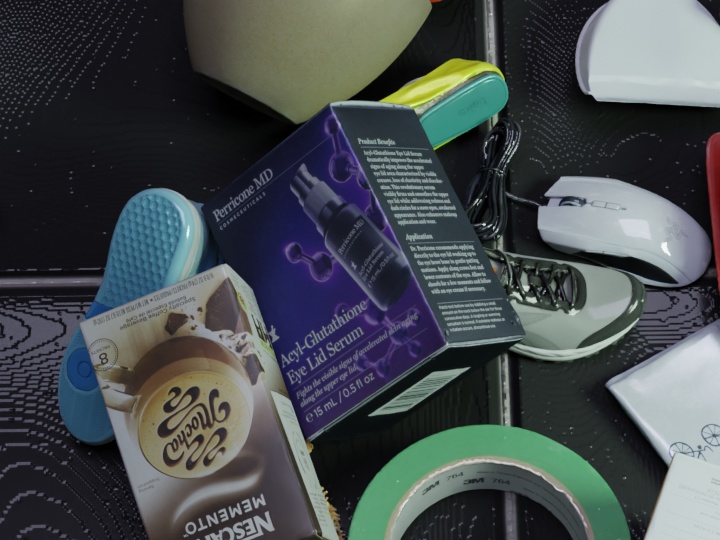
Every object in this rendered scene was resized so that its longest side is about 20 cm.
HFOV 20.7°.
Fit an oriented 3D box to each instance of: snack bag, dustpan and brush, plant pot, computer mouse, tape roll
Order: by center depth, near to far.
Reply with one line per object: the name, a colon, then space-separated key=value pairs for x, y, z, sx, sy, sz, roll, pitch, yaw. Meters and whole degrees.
tape roll: x=0.090 y=0.207 z=1.387 sx=0.200 sy=0.048 sz=0.201 roll=-1 pitch=59 yaw=2
snack bag: x=0.314 y=0.106 z=1.455 sx=0.200 sy=0.021 sz=0.189 roll=-28 pitch=62 yaw=-14
computer mouse: x=0.179 y=-0.047 z=1.538 sx=0.200 sy=0.044 sz=0.110 roll=18 pitch=60 yaw=12
plant pot: x=-0.061 y=-0.195 z=1.568 sx=0.200 sy=0.200 sz=0.135 roll=26 pitch=89 yaw=16
dustpan and brush: x=0.239 y=-0.211 z=1.636 sx=0.140 sy=0.057 sz=0.200 roll=2 pitch=65 yaw=-10

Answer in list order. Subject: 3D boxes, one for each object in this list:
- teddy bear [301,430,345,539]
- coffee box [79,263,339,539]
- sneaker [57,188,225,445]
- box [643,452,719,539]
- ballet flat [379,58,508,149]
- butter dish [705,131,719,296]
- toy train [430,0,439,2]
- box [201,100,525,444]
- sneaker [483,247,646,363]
teddy bear: x=-0.081 y=0.176 z=1.411 sx=0.145 sy=0.067 sz=0.200 roll=-12 pitch=66 yaw=5
coffee box: x=-0.102 y=0.113 z=1.347 sx=0.113 sy=0.080 sz=0.200 roll=-22 pitch=72 yaw=5
sneaker: x=-0.149 y=0.037 z=1.485 sx=0.080 sy=0.131 sz=0.200 roll=27 pitch=100 yaw=20
box: x=0.219 y=0.243 z=1.307 sx=0.097 sy=0.124 sz=0.200 roll=18 pitch=67 yaw=13
ballet flat: x=0.026 y=-0.114 z=1.580 sx=0.200 sy=0.067 sz=0.067 roll=-30 pitch=42 yaw=-18
butter dish: x=0.370 y=-0.055 z=1.464 sx=0.199 sy=0.148 sz=0.200 roll=4 pitch=56 yaw=-3
toy train: x=0.059 y=-0.271 z=1.675 sx=0.200 sy=0.056 sz=0.150 roll=13 pitch=33 yaw=21
box: x=0.000 y=0.000 z=1.413 sx=0.104 sy=0.148 sz=0.200 roll=-4 pitch=62 yaw=-53
sneaker: x=0.115 y=0.020 z=1.480 sx=0.200 sy=0.079 sz=0.074 roll=1 pitch=57 yaw=1
